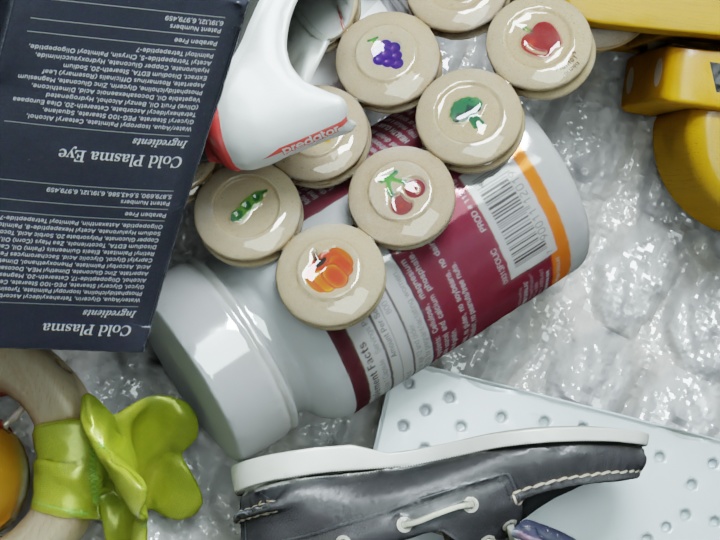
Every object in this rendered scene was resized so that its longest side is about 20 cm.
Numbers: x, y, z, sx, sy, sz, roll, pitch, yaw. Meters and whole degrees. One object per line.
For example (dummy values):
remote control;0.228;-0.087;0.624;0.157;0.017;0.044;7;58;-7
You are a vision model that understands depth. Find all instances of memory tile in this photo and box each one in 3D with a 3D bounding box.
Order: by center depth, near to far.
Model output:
memory tile;-0.003;-0.080;1.138;0.153;0.017;0.200;38;76;18

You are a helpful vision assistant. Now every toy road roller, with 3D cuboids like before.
toy road roller;0.166;-0.094;1.223;0.200;0.123;0.146;7;89;-8

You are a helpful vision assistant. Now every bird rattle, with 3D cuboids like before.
bird rattle;-0.176;0.073;1.150;0.200;0.113;0.163;45;93;6

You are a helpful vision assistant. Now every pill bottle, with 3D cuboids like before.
pill bottle;0.000;0.000;1.180;0.200;0.114;0.114;-32;85;-13

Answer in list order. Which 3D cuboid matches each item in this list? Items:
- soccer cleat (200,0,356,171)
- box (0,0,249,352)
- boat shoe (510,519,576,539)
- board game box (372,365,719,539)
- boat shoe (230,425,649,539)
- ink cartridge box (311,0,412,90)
soccer cleat;-0.046;-0.138;1.120;0.085;0.069;0.200;-10;63;10
box;-0.146;-0.094;1.084;0.104;0.200;0.182;2;123;-26
boat shoe;0.131;0.190;1.107;0.200;0.093;0.075;33;80;29
board game box;0.089;0.164;1.206;0.200;0.026;0.200;14;77;-6
boat shoe;0.040;0.109;1.159;0.200;0.074;0.060;-6;80;-6
ink cartridge box;-0.020;-0.177;1.227;0.147;0.083;0.200;43;76;1
